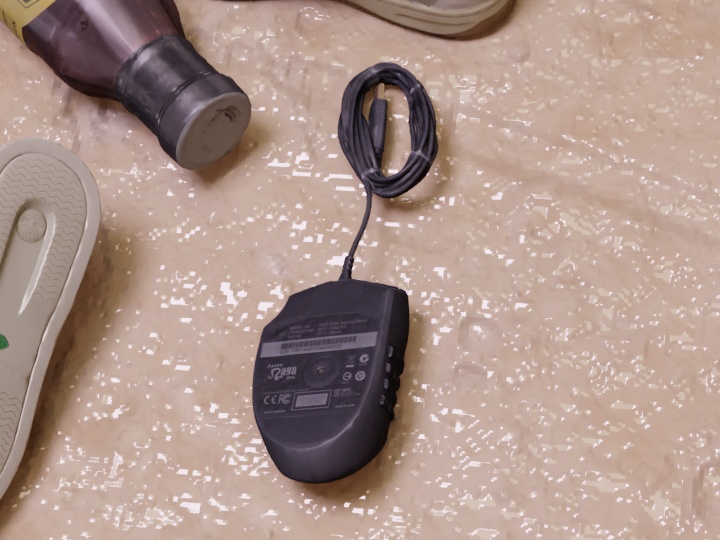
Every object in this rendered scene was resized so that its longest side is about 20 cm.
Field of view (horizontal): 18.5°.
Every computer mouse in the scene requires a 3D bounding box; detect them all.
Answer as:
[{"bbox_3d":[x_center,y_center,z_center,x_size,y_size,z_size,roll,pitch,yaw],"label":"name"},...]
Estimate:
[{"bbox_3d":[0.000,0.000,0.888,0.058,0.034,0.201,-4,53,26],"label":"computer mouse"}]

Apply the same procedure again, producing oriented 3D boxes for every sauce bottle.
[{"bbox_3d":[-0.121,-0.120,0.951,0.066,0.066,0.200,-41,63,-14],"label":"sauce bottle"}]

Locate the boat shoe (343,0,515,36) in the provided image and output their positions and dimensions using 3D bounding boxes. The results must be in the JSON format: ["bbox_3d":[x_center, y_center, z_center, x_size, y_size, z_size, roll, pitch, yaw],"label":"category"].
[{"bbox_3d":[-0.028,-0.157,0.956,0.199,0.065,0.072,17,64,17],"label":"boat shoe"}]

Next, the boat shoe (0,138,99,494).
[{"bbox_3d":[-0.168,0.044,0.867,0.067,0.072,0.201,-3,58,55],"label":"boat shoe"}]
